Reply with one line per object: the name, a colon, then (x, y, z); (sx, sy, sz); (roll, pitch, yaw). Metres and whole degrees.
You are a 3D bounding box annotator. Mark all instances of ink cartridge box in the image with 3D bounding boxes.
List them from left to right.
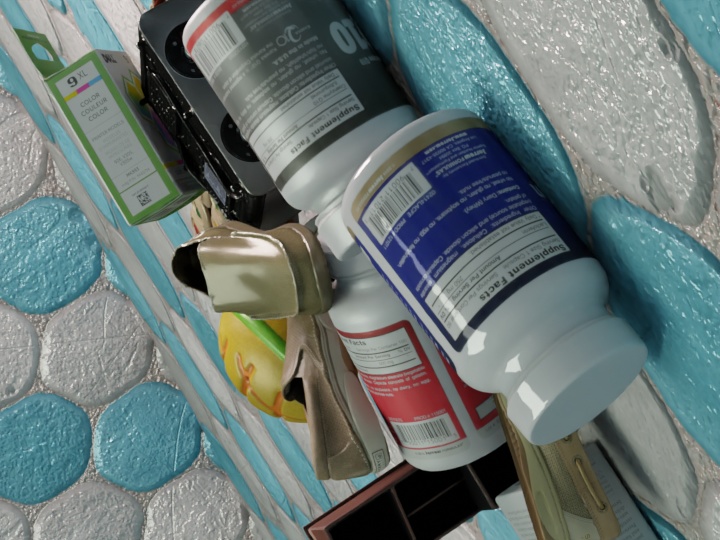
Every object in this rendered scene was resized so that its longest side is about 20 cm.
ink cartridge box: (-0.217, -0.139, 1.718); (0.201, 0.059, 0.104); (58, -171, 0)

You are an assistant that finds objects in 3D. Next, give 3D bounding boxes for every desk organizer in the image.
desk organizer: (0.059, 0.186, 1.605); (0.072, 0.199, 0.077); (58, 166, 0)

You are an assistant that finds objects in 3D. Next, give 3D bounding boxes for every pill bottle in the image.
pill bottle: (-0.030, -0.116, 1.407); (0.201, 0.114, 0.114); (56, 168, 7)
pill bottle: (0.044, 0.046, 1.521); (0.201, 0.112, 0.112); (63, 167, -22)
pill bottle: (0.085, 0.004, 1.244); (0.200, 0.115, 0.116); (53, 167, 22)

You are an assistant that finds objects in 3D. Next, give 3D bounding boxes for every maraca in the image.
maraca: (-0.074, 0.061, 1.716); (0.200, 0.107, 0.137); (41, 174, 47)

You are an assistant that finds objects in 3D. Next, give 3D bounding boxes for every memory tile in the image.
memory tile: (-0.129, -0.030, 1.842); (0.200, 0.017, 0.154); (99, 148, -64)

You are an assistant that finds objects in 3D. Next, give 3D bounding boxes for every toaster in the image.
toaster: (-0.097, -0.129, 1.631); (0.181, 0.118, 0.200); (57, 168, 9)

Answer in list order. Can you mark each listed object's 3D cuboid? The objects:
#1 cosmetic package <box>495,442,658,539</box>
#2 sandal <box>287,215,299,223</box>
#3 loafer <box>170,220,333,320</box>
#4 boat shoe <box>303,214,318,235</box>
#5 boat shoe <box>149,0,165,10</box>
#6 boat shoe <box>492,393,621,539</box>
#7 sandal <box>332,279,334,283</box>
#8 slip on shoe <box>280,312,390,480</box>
cosmetic package: (0.193, 0.236, 1.495); (0.201, 0.071, 0.101); (57, 168, 3)
sandal: (-0.088, -0.021, 1.854); (0.079, 0.059, 0.208); (-53, -46, -72)
loafer: (-0.085, 0.005, 1.520); (0.200, 0.067, 0.077); (5, 113, 62)
boat shoe: (-0.029, 0.011, 1.815); (0.068, 0.075, 0.201); (44, 162, 34)
boat shoe: (-0.160, -0.242, 1.741); (0.071, 0.062, 0.200); (53, 168, 13)
boat shoe: (0.135, 0.106, 1.429); (0.071, 0.064, 0.201); (76, 178, -79)
sandal: (0.007, -0.004, 1.620); (0.059, 0.079, 0.208); (51, 161, 53)
slip on shoe: (-0.038, 0.082, 1.578); (0.076, 0.060, 0.201); (84, 164, -60)
